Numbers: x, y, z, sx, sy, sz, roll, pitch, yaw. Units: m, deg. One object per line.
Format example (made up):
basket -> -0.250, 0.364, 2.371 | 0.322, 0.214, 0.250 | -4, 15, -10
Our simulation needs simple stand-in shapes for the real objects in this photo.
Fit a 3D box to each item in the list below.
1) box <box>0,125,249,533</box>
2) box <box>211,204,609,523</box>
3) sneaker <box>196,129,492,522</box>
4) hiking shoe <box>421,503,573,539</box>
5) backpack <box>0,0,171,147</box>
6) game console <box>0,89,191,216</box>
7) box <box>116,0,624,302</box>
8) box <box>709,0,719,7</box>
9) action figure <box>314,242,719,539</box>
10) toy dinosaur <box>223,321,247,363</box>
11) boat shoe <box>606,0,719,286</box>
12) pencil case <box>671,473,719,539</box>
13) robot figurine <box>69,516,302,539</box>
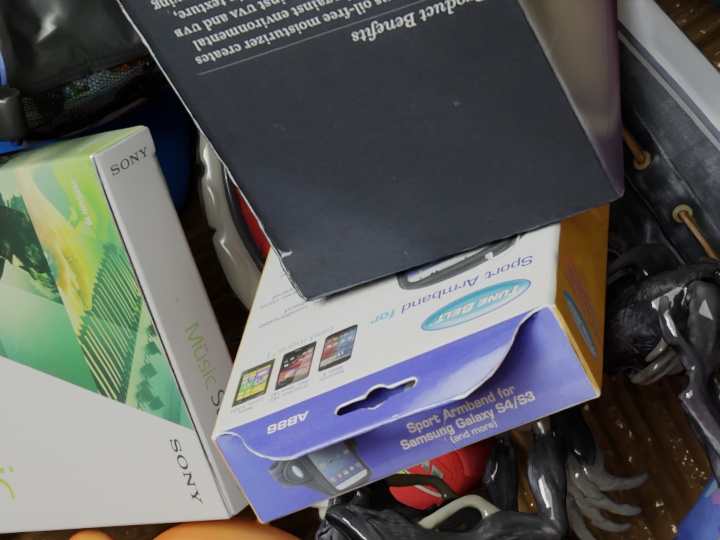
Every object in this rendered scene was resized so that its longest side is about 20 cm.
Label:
box -> -0.136, 0.029, 0.971 | 0.200, 0.036, 0.144 | -9, 108, 38
box -> 0.021, 0.011, 0.850 | 0.119, 0.200, 0.042 | -22, 114, 17
sneaker -> 0.000, 0.000, 0.993 | 0.085, 0.077, 0.200 | -23, 80, 22
hiking shoe -> 0.066, 0.178, 0.902 | 0.076, 0.101, 0.200 | -33, 66, 17
backpack -> -0.123, -0.139, 0.976 | 0.154, 0.190, 0.200 | -17, 85, -14
game console -> -0.161, -0.104, 1.122 | 0.170, 0.118, 0.200 | 1, 77, -6
box -> -0.003, -0.137, 0.833 | 0.123, 0.198, 0.200 | -17, 38, 18
box -> 0.111, -0.167, 0.989 | 0.200, 0.049, 0.082 | 36, 95, 27
action figure -> 0.083, 0.057, 0.857 | 0.200, 0.119, 0.102 | -32, 102, -14
toy dinosaur -> -0.132, 0.063, 1.047 | 0.200, 0.058, 0.101 | -38, 66, 13
boat shoe -> 0.088, -0.057, 0.960 | 0.091, 0.071, 0.200 | -43, 68, 9
pencil case -> 0.187, 0.044, 0.888 | 0.087, 0.078, 0.200 | 36, 96, 43
robot figurine -> -0.066, 0.176, 0.959 | 0.200, 0.117, 0.144 | -51, 30, 8
